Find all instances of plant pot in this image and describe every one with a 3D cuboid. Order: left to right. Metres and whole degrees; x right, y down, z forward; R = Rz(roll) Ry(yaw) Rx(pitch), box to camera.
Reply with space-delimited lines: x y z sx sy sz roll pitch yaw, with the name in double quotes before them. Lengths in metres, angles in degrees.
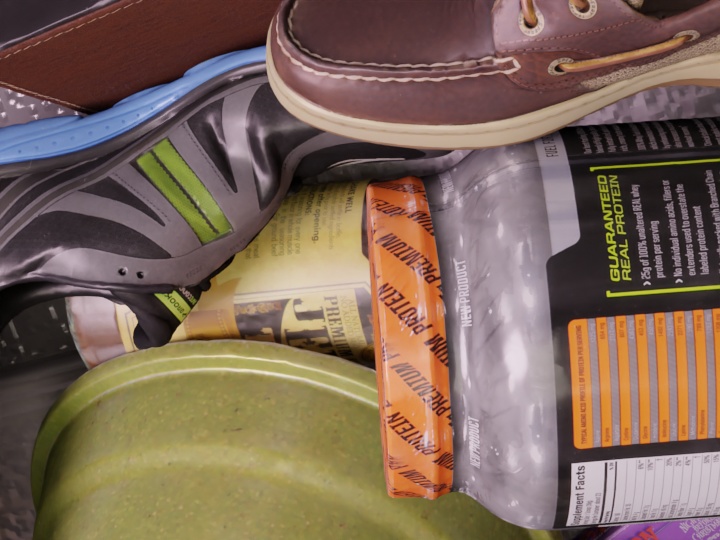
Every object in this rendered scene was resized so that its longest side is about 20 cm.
"plant pot" -0.044 0.157 0.850 0.200 0.184 0.201 10 137 10

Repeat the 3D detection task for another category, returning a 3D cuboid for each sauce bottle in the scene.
"sauce bottle" 0.000 0.000 0.870 0.199 0.065 0.065 -6 112 15

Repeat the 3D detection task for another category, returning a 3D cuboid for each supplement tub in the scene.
"supplement tub" 0.104 0.014 0.772 0.199 0.123 0.123 -3 114 -1

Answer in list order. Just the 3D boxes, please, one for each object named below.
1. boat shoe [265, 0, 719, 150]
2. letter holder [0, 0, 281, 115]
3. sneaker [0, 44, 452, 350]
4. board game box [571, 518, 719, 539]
"boat shoe" 0.068 -0.086 0.730 0.199 0.072 0.072 -4 147 7
"letter holder" -0.021 -0.130 0.809 0.200 0.142 0.101 -20 76 20
"sneaker" -0.057 -0.019 0.830 0.199 0.071 0.083 -18 76 4
"board game box" 0.164 0.103 0.903 0.200 0.032 0.120 -40 104 24
